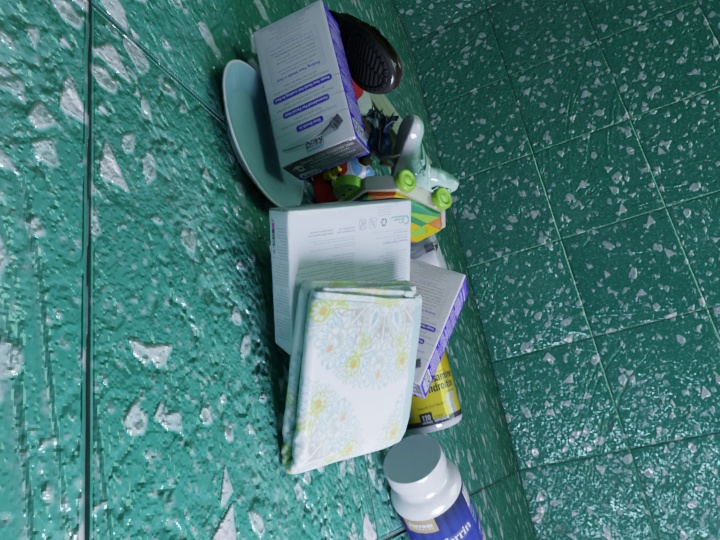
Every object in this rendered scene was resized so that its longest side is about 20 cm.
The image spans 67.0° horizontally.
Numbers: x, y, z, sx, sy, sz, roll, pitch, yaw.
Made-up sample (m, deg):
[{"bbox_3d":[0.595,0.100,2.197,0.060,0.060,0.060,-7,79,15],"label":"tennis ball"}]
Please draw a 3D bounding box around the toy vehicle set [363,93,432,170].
[{"bbox_3d":[0.052,-0.261,1.042,0.201,0.026,0.124,54,-13,-2],"label":"toy vehicle set"}]

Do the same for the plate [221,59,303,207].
[{"bbox_3d":[-0.131,-0.172,0.716,0.200,0.025,0.204,-18,91,-74],"label":"plate"}]

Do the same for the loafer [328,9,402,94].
[{"bbox_3d":[0.012,-0.319,0.775,0.201,0.070,0.074,57,-34,36],"label":"loafer"}]

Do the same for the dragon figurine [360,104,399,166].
[{"bbox_3d":[0.031,-0.222,0.882,0.200,0.058,0.102,-90,-176,-80],"label":"dragon figurine"}]

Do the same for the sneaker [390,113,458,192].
[{"bbox_3d":[0.114,-0.182,0.917,0.201,0.116,0.075,97,-2,-62],"label":"sneaker"}]

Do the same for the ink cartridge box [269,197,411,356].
[{"bbox_3d":[-0.016,0.021,0.644,0.194,0.043,0.204,-11,106,-44],"label":"ink cartridge box"}]

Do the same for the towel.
[{"bbox_3d":[-0.007,0.110,0.611,0.169,0.048,0.205,3,95,-42],"label":"towel"}]

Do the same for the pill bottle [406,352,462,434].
[{"bbox_3d":[0.111,0.188,1.005,0.112,0.110,0.204,10,65,-71],"label":"pill bottle"}]

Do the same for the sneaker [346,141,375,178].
[{"bbox_3d":[-0.009,-0.260,1.121,0.072,0.071,0.203,43,33,-56],"label":"sneaker"}]

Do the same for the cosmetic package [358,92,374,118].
[{"bbox_3d":[-0.053,-0.272,0.913,0.200,0.050,0.084,-45,120,-47],"label":"cosmetic package"}]

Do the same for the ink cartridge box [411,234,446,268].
[{"bbox_3d":[0.086,-0.023,1.069,0.083,0.143,0.203,-51,123,-69],"label":"ink cartridge box"}]

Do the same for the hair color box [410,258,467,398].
[{"bbox_3d":[0.090,0.089,0.886,0.202,0.108,0.065,-61,153,-25],"label":"hair color box"}]

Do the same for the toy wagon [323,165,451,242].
[{"bbox_3d":[0.031,-0.096,0.805,0.197,0.154,0.040,19,63,-30],"label":"toy wagon"}]

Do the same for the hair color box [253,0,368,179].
[{"bbox_3d":[-0.067,-0.239,0.731,0.065,0.107,0.204,23,52,-68],"label":"hair color box"}]

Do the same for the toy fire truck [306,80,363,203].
[{"bbox_3d":[-0.034,-0.189,0.851,0.142,0.048,0.202,-60,152,-31],"label":"toy fire truck"}]

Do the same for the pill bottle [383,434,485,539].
[{"bbox_3d":[0.113,0.362,0.842,0.116,0.114,0.203,-73,142,-62],"label":"pill bottle"}]
